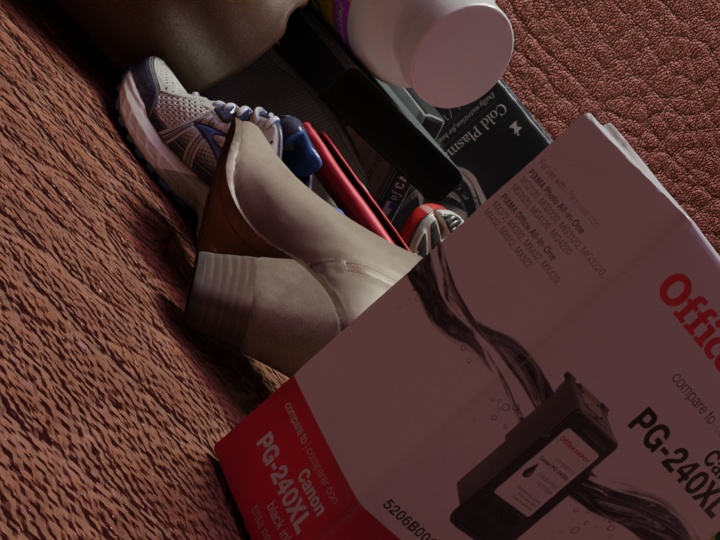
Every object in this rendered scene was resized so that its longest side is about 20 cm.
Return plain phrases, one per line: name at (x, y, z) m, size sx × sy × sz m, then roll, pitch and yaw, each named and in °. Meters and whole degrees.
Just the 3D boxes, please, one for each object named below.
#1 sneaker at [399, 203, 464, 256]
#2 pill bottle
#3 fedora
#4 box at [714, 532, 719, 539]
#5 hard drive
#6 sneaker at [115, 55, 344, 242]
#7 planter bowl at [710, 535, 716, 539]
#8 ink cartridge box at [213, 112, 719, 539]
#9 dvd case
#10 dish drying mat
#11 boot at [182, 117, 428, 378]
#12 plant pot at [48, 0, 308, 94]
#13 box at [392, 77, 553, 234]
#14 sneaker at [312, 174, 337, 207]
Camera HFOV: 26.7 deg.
sneaker at (0.036, 0.002, 1.180) m, size 0.085 × 0.077 × 0.201 m, roll 42°, pitch -19°, yaw 19°
pill bottle at (0.022, -0.190, 1.001) m, size 0.104 × 0.104 × 0.201 m, roll 42°, pitch 9°, yaw -46°
fedora at (-0.065, -0.101, 1.060) m, size 0.200 × 0.090 × 0.177 m, roll 49°, pitch 7°, yaw -4°
box at (0.299, 0.258, 1.084) m, size 0.160 × 0.049 × 0.202 m, roll -52°, pitch 129°, yaw -49°
hard drive at (-0.015, -0.142, 1.071) m, size 0.139 × 0.033 × 0.201 m, roll 40°, pitch 10°, yaw -43°
sneaker at (-0.066, -0.061, 0.870) m, size 0.201 × 0.085 × 0.077 m, roll 53°, pitch 8°, yaw 29°
planter bowl at (0.216, 0.210, 1.077) m, size 0.200 × 0.082 × 0.203 m, roll 19°, pitch 68°, yaw -58°
ink cartridge box at (0.067, 0.063, 0.592) m, size 0.145 × 0.200 × 0.084 m, roll 44°, pitch 9°, yaw -36°
dvd case at (-0.011, -0.104, 1.207) m, size 0.024 × 0.151 × 0.201 m, roll 14°, pitch 27°, yaw -31°
dish drying mat at (0.026, 0.002, 0.889) m, size 0.201 × 0.018 × 0.077 m, roll 54°, pitch -5°, yaw 17°
boot at (-0.008, -0.002, 0.747) m, size 0.144 × 0.071 × 0.201 m, roll 14°, pitch 34°, yaw -8°
plant pot at (-0.135, -0.227, 0.933) m, size 0.199 × 0.199 × 0.201 m, roll 53°, pitch 4°, yaw -36°
box at (0.090, -0.055, 1.342) m, size 0.197 × 0.200 × 0.124 m, roll 47°, pitch 9°, yaw -15°
sneaker at (0.000, 0.000, 0.964) m, size 0.200 × 0.075 × 0.081 m, roll 46°, pitch -4°, yaw -18°
